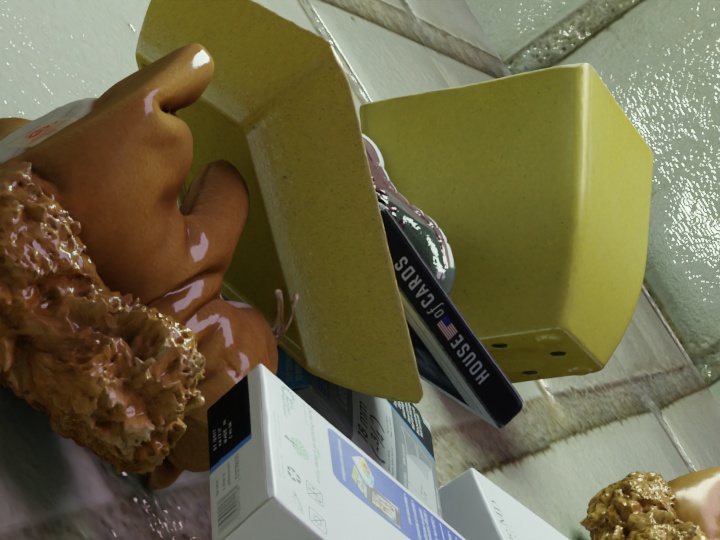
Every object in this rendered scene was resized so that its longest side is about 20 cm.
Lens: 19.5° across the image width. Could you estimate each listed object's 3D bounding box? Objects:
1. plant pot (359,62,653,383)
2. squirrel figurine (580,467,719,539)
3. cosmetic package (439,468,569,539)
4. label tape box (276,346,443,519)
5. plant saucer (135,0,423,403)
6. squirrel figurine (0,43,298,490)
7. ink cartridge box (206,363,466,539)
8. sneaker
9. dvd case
[{"bbox_3d":[0.122,-0.021,1.665,0.194,0.194,0.202,40,45,-59],"label":"plant pot"},{"bbox_3d":[0.270,0.262,1.704,0.199,0.141,0.188,24,42,-40],"label":"squirrel figurine"},{"bbox_3d":[0.105,0.214,1.332,0.200,0.071,0.102,39,22,-50],"label":"cosmetic package"},{"bbox_3d":[-0.034,0.071,1.192,0.200,0.063,0.145,51,14,-23],"label":"label tape box"},{"bbox_3d":[-0.053,-0.041,1.082,0.200,0.048,0.201,36,-35,55],"label":"plant saucer"},{"bbox_3d":[-0.110,0.025,0.961,0.188,0.141,0.200,63,25,-18],"label":"squirrel figurine"},{"bbox_3d":[0.017,0.132,0.885,0.200,0.039,0.100,41,18,-23],"label":"ink cartridge box"},{"bbox_3d":[-0.013,-0.050,1.551,0.115,0.076,0.200,34,15,-46],"label":"sneaker"},{"bbox_3d":[0.000,0.000,1.170,0.151,0.025,0.200,53,-12,-29],"label":"dvd case"}]
